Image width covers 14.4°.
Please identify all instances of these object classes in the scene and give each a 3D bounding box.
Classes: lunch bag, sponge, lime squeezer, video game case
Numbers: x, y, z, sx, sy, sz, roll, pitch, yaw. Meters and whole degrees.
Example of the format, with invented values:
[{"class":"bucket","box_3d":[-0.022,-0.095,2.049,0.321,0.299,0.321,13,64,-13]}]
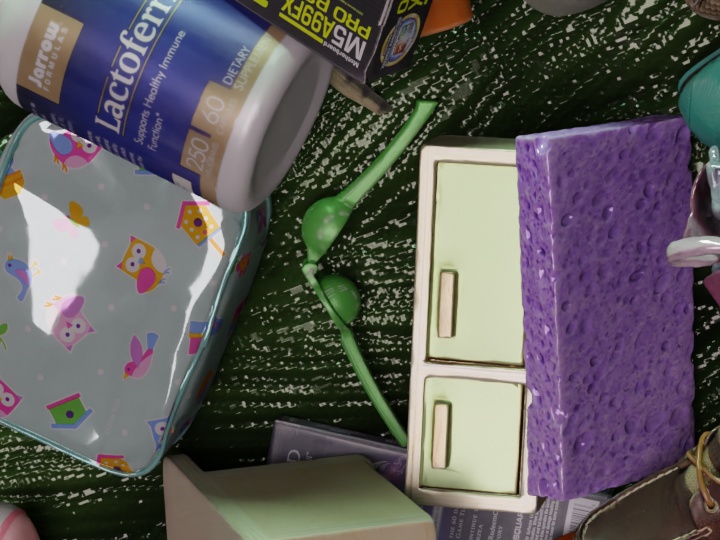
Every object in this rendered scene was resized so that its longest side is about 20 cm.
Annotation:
[{"class":"lunch bag","box_3d":[-0.148,0.002,1.620,0.160,0.077,0.200,23,106,8]},{"class":"sponge","box_3d":[0.135,0.018,1.548,0.030,0.112,0.200,10,107,48]},{"class":"lime squeezer","box_3d":[0.000,0.000,1.614,0.071,0.038,0.200,0,101,-17]},{"class":"video game case","box_3d":[0.036,0.173,1.649,0.200,0.019,0.143,12,105,10]}]

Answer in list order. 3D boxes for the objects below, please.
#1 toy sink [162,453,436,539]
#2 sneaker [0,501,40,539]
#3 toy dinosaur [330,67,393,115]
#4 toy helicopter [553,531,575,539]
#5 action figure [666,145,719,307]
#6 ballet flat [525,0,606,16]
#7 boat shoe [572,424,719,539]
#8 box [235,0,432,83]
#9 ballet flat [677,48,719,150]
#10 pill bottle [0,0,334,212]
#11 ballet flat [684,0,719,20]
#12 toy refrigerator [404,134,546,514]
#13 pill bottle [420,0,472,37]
[{"class":"toy sink","box_3d":[-0.031,0.179,1.587,0.112,0.200,0.130,-6,101,-17]},{"class":"sneaker","box_3d":[-0.177,0.233,1.679,0.105,0.075,0.200,8,112,15]},{"class":"toy dinosaur","box_3d":[-0.056,-0.167,1.580,0.088,0.047,0.200,-18,102,9]},{"class":"toy helicopter","box_3d":[0.199,0.174,1.562,0.200,0.132,0.079,-24,108,-3]},{"class":"action figure","box_3d":[0.241,0.014,1.501,0.134,0.149,0.200,10,137,19]},{"class":"ballet flat","box_3d":[0.147,-0.192,1.490,0.067,0.064,0.200,39,126,-14]},{"class":"boat shoe","box_3d":[0.201,0.107,1.519,0.200,0.072,0.072,-21,134,6]},{"class":"box","box_3d":[-0.038,-0.214,1.458,0.200,0.044,0.160,34,124,23]},{"class":"ballet flat","box_3d":[0.257,-0.127,1.504,0.200,0.067,0.070,-42,61,22]},{"class":"pill bottle","box_3d":[-0.124,-0.122,1.531,0.200,0.116,0.116,26,107,10]},{"class":"ballet flat","box_3d":[0.225,-0.220,1.495,0.046,0.067,0.200,26,113,-11]},{"class":"toy refrigerator","box_3d":[0.070,0.029,1.573,0.076,0.070,0.200,5,99,11]},{"class":"pill bottle","box_3d":[0.004,-0.221,1.521,0.106,0.106,0.200,-12,100,15]}]
